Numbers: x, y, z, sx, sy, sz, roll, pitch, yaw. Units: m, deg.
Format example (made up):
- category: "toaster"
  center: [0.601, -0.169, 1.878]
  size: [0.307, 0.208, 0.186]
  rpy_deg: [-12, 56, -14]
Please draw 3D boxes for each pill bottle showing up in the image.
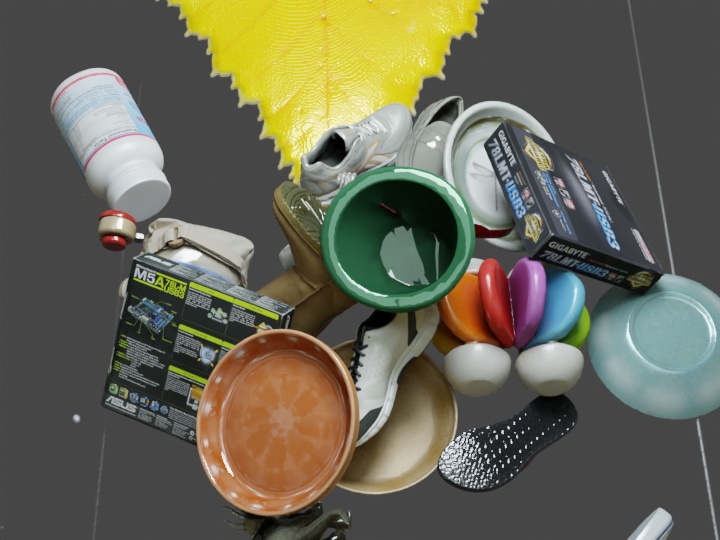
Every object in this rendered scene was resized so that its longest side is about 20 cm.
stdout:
- category: "pill bottle"
  center: [-0.329, -0.165, 1.584]
  size: [0.108, 0.109, 0.201]
  rpy_deg: [-26, 63, -13]

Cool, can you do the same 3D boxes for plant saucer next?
- category: "plant saucer"
  center: [0.381, 0.083, 1.465]
  size: [0.198, 0.039, 0.203]
  rpy_deg: [-1, 60, 2]
- category: "plant saucer"
  center: [0.017, 0.177, 1.420]
  size: [0.197, 0.036, 0.203]
  rpy_deg: [0, 59, 0]
- category: "plant saucer"
  center: [-0.090, 0.166, 1.304]
  size: [0.198, 0.032, 0.203]
  rpy_deg: [-6, 75, 24]
- category: "plant saucer"
  center: [0.181, -0.118, 1.552]
  size: [0.198, 0.050, 0.203]
  rpy_deg: [9, 72, -28]

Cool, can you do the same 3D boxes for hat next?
- category: "hat"
  center: [0.065, -0.015, 1.388]
  size: [0.197, 0.176, 0.168]
  rpy_deg: [10, 79, 12]

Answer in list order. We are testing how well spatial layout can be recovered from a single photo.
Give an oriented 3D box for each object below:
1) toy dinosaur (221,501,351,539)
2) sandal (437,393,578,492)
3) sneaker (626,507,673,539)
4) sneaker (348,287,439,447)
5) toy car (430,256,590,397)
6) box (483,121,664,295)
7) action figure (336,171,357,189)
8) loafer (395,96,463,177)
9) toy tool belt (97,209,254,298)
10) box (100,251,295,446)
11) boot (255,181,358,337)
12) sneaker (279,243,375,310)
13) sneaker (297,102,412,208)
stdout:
- category: "toy dinosaur"
  center: [-0.068, 0.294, 1.303]
  size: [0.101, 0.199, 0.078]
  rpy_deg: [-13, 95, -28]
- category: "sandal"
  center: [0.175, 0.208, 1.401]
  size: [0.198, 0.045, 0.075]
  rpy_deg: [-24, 67, -29]
- category: "sneaker"
  center: [0.297, 0.357, 1.298]
  size: [0.070, 0.073, 0.201]
  rpy_deg: [33, 74, 9]
- category: "sneaker"
  center: [0.010, 0.108, 1.368]
  size: [0.073, 0.080, 0.202]
  rpy_deg: [13, 71, 53]
- category: "toy car"
  center: [0.181, 0.047, 1.417]
  size: [0.197, 0.151, 0.177]
  rpy_deg: [0, 53, -3]
- category: "box"
  center: [0.263, -0.077, 1.474]
  size: [0.197, 0.050, 0.202]
  rpy_deg: [16, 40, -32]
- category: "action figure"
  center: [0.018, -0.068, 1.526]
  size: [0.118, 0.102, 0.201]
  rpy_deg: [29, 67, 18]
- category: "loafer"
  center: [0.095, -0.166, 1.560]
  size: [0.070, 0.070, 0.201]
  rpy_deg: [37, 39, -16]
- category: "toy tool belt"
  center: [-0.235, 0.005, 1.472]
  size: [0.197, 0.125, 0.124]
  rpy_deg: [13, 65, -14]
- category: "box"
  center: [-0.194, 0.102, 1.396]
  size: [0.198, 0.047, 0.196]
  rpy_deg: [19, 103, 13]
- category: "boot"
  center: [-0.100, 0.018, 1.399]
  size: [0.176, 0.199, 0.066]
  rpy_deg: [51, 28, -7]
- category: "sneaker"
  center: [0.000, 0.000, 1.434]
  size: [0.197, 0.078, 0.101]
  rpy_deg: [-2, 91, 5]
- category: "sneaker"
  center: [-0.003, -0.169, 1.588]
  size: [0.075, 0.092, 0.200]
  rpy_deg: [38, 67, 22]
